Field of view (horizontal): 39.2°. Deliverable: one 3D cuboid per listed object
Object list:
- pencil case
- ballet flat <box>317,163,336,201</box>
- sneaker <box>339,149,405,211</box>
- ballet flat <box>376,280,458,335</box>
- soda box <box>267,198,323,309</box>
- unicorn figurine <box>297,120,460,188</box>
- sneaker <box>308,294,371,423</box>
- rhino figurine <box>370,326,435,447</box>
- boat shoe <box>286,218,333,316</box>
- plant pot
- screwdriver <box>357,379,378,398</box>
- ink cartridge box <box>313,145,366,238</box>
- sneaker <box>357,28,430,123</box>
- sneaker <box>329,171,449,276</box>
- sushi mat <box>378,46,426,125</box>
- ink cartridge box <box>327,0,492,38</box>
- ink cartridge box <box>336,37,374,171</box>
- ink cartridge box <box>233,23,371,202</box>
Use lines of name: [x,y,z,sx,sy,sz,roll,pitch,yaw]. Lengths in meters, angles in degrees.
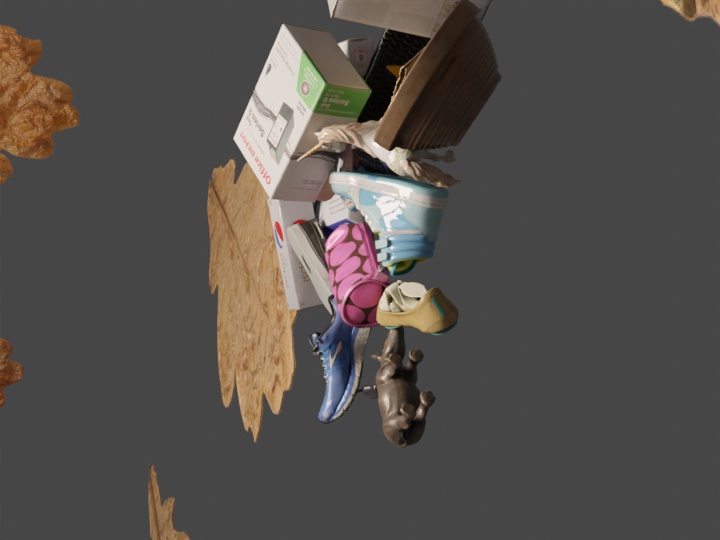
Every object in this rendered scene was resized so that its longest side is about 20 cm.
pencil case: [0.000,0.000,1.505,0.200,0.090,0.094,-112,35,-59]
ballet flat: [-0.063,-0.197,1.510,0.070,0.069,0.202,-121,32,-61]
sneaker: [0.009,-0.125,1.535,0.200,0.074,0.087,-132,60,-69]
ballet flat: [0.065,0.040,1.327,0.063,0.068,0.200,56,160,-15]
soda box: [-0.107,-0.035,1.769,0.068,0.063,0.202,177,81,-69]
unicorn figurine: [0.033,-0.163,1.339,0.199,0.136,0.075,21,108,46]
sneaker: [-0.041,0.131,1.534,0.079,0.088,0.202,144,138,-76]
rhino figurine: [0.050,0.146,1.344,0.201,0.059,0.088,-101,22,-48]
boat shoe: [-0.053,-0.006,1.675,0.201,0.063,0.071,60,163,26]
plant pot: [0.106,-0.216,1.221,0.202,0.092,0.201,-56,-2,-3]
screwdriver: [0.001,0.177,1.525,0.029,0.028,0.200,68,162,-3]
ink cartridge box: [-0.035,-0.115,1.715,0.199,0.040,0.202,163,114,-69]
sneaker: [0.043,-0.293,1.425,0.201,0.070,0.090,-62,14,1]
sneaker: [0.026,-0.065,1.385,0.199,0.079,0.132,17,104,43]
sushi mat: [0.076,-0.261,1.345,0.200,0.012,0.096,-52,-10,-53]
ink cartridge box: [0.055,-0.398,1.333,0.084,0.198,0.177,117,153,-44]
ink cartridge box: [-0.019,-0.244,1.546,0.162,0.056,0.202,-161,64,-72]
ink cartridge box: [-0.086,-0.217,1.419,0.146,0.083,0.201,57,132,35]
